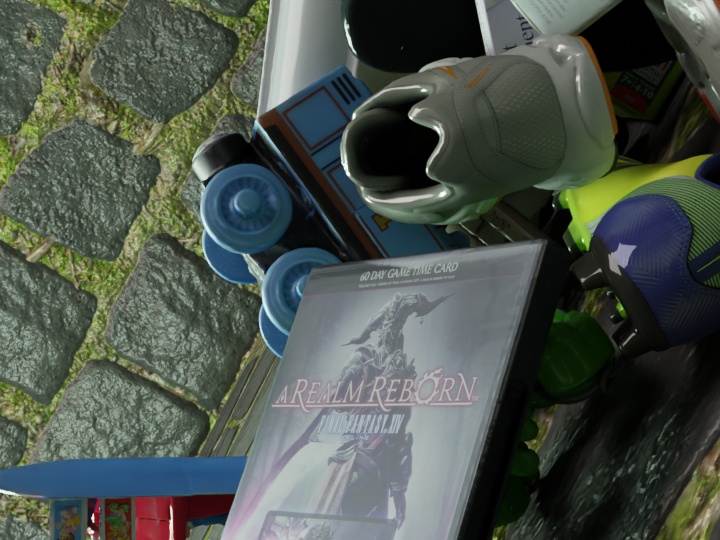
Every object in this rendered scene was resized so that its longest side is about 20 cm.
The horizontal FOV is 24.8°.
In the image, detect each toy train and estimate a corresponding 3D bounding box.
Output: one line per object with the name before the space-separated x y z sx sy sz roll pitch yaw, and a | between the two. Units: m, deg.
toy train | 0.000 0.000 0.827 0.114 0.200 0.087 -34 -10 -12

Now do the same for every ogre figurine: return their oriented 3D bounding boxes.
ogre figurine | 0.033 0.070 0.701 0.200 0.098 0.120 -58 -11 23

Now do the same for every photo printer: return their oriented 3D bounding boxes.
photo printer | -0.007 -0.069 0.964 0.166 0.069 0.201 28 -113 -68

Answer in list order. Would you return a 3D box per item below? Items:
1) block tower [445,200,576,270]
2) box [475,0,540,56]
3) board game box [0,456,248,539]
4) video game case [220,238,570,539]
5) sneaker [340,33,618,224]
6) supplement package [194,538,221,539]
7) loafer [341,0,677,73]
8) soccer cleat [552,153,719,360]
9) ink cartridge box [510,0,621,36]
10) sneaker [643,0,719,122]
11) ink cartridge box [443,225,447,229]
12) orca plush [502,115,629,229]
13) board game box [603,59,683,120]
block tower | 0.042 0.053 0.898 0.058 0.054 0.200 -2 -54 -56
box | 0.068 -0.146 0.741 0.039 0.041 0.201 24 -125 -88
board game box | -0.090 0.122 0.835 0.158 0.199 0.039 177 93 -81
video game case | -0.001 0.086 0.613 0.143 0.019 0.201 -7 61 52
sneaker | 0.024 -0.056 0.701 0.200 0.092 0.076 162 95 -68
supplement package | -0.113 0.242 0.778 0.200 0.150 0.152 -80 -14 -70
loafer | 0.087 -0.140 0.807 0.072 0.199 0.073 -105 16 -66
soccer cleat | 0.126 -0.017 0.657 0.084 0.065 0.200 -31 8 10
ink cartridge box | 0.169 -0.198 0.681 0.200 0.043 0.196 -36 11 44
sneaker | 0.169 -0.111 0.681 0.082 0.077 0.200 -33 11 9
ink cartridge box | 0.049 -0.001 0.974 0.100 0.039 0.200 -69 -25 -42
orca plush | 0.091 -0.078 0.910 0.200 0.105 0.071 52 -162 -69
board game box | 0.116 -0.134 0.950 0.048 0.101 0.200 -58 6 3
